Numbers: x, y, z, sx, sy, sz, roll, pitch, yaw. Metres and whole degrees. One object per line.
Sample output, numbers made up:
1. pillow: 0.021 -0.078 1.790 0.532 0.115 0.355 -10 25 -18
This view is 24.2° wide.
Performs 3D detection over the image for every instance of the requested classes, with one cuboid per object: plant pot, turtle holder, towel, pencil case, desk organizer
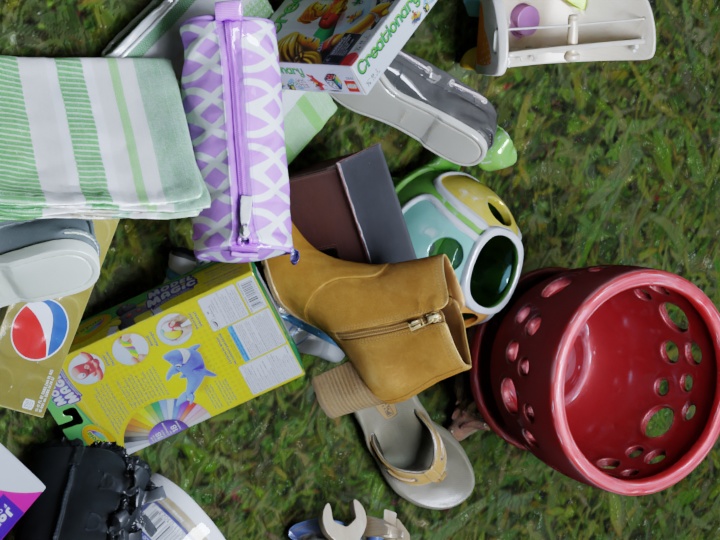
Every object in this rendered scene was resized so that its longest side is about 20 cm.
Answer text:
1. plant pot: 0.207 0.090 1.534 0.200 0.182 0.201 -4 98 -29
2. turtle holder: 0.090 -0.029 1.535 0.186 0.132 0.141 -51 129 -15
3. towel: -0.220 -0.101 1.246 0.199 0.153 0.023 -2 148 -26
4. towel: -0.115 -0.155 1.399 0.149 0.031 0.200 -48 130 -15
5. pencil case: -0.098 -0.101 1.308 0.083 0.086 0.201 -6 86 3
6. desk organizer: 0.000 0.000 1.458 0.072 0.077 0.201 -31 105 -54

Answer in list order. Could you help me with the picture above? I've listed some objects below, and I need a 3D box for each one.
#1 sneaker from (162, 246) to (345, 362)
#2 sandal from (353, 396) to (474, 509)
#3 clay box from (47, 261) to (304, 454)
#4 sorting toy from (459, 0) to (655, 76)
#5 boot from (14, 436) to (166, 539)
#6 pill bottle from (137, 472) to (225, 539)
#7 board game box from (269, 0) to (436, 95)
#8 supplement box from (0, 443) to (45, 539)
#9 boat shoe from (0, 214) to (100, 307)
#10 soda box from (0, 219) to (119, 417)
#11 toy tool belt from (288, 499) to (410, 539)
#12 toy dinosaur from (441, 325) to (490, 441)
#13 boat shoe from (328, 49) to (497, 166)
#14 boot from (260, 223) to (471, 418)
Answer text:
1. sneaker: -0.099 0.052 1.452 0.200 0.075 0.087 25 94 -34
2. sandal: 0.048 0.164 1.599 0.080 0.054 0.200 -32 123 -1
3. clay box: -0.159 0.074 1.375 0.199 0.048 0.115 -23 122 2
4. sorting toy: 0.167 -0.278 1.553 0.199 0.107 0.181 -10 103 -37
5. boot: -0.264 0.212 1.331 0.073 0.197 0.163 71 27 -56
6. pill bottle: -0.210 0.272 1.392 0.200 0.111 0.111 -43 127 -21
7. board game box: 0.002 -0.225 1.381 0.200 0.126 0.035 -55 133 -28
8. supplement box: -0.344 0.127 1.241 0.101 0.103 0.200 -51 131 -17
9. boat shoe: -0.290 -0.009 1.237 0.199 0.062 0.073 -8 141 1
10. soda box: -0.252 0.006 1.305 0.068 0.064 0.201 21 89 -42
11. toy tool belt: -0.016 0.270 1.569 0.200 0.124 0.123 32 51 -44
12. toy dinosaur: 0.132 0.074 1.641 0.135 0.086 0.201 -18 109 -27
13. boat shoe: 0.032 -0.163 1.466 0.200 0.067 0.057 32 52 -11
14. boot: 0.006 0.011 1.383 0.071 0.144 0.202 3 63 -68
